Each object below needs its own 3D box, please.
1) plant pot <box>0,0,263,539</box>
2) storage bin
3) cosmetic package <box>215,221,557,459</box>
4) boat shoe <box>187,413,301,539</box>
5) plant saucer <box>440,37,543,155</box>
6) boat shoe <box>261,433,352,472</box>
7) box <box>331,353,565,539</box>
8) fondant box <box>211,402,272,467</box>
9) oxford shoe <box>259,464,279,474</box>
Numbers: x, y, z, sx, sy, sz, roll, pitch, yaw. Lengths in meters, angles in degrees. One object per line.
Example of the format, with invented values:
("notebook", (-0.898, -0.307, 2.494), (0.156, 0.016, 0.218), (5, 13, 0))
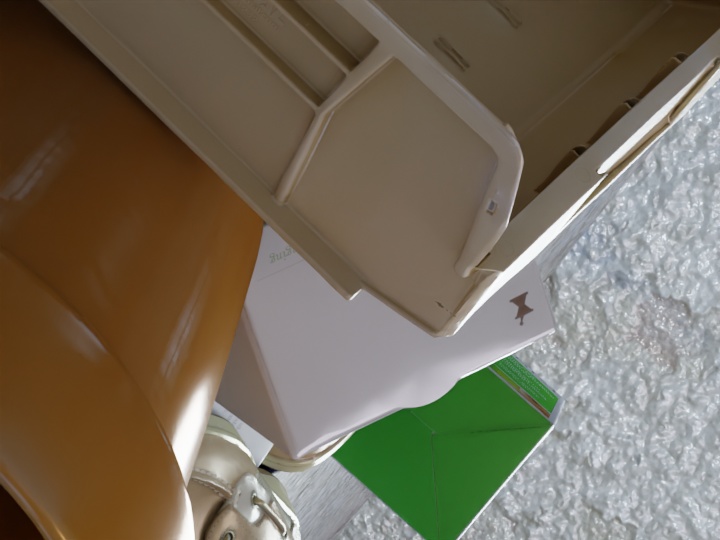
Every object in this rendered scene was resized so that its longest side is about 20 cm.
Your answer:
("plant pot", (-0.120, 0.021, 0.691), (0.200, 0.200, 0.183), (-57, -178, 46))
("storage bin", (0.018, -0.113, 0.706), (0.200, 0.199, 0.094), (-41, 173, -41))
("cosmetic package", (-0.028, -0.013, 0.874), (0.108, 0.085, 0.200), (-25, -160, -19))
("boat shoe", (-0.065, 0.112, 1.008), (0.072, 0.065, 0.200), (-30, 156, 5))
("plant saucer", (-0.015, -0.076, 0.847), (0.200, 0.037, 0.200), (-10, -157, 22))
("boat shoe", (0.000, 0.000, 1.113), (0.200, 0.071, 0.065), (-62, 179, -27))
("box", (0.007, 0.049, 1.339), (0.097, 0.200, 0.176), (-49, 175, 7))
("fondant box", (-0.134, 0.077, 1.016), (0.200, 0.058, 0.144), (-11, 151, -31))
("oxford shoe", (-0.033, 0.056, 1.210), (0.200, 0.074, 0.071), (-47, 143, 16))
